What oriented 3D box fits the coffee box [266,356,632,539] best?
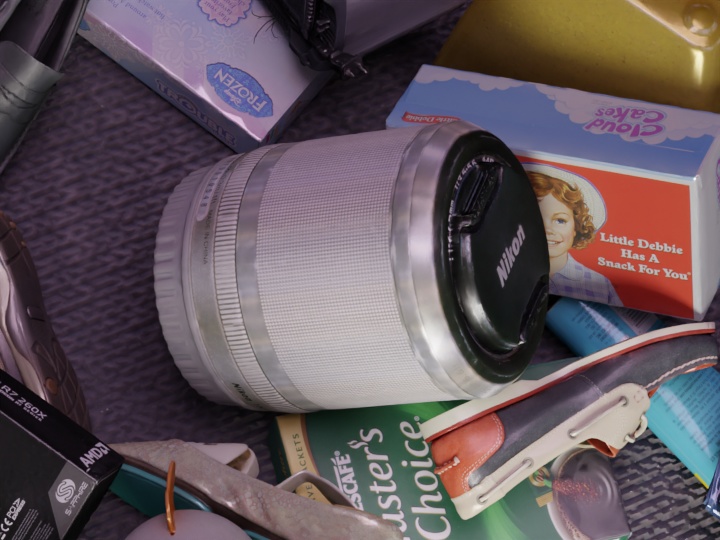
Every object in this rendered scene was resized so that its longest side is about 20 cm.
[{"bbox_3d":[0.053,0.131,1.741,0.199,0.044,0.123,-9,69,-12],"label":"coffee box"}]

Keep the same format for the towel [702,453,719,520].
[{"bbox_3d":[0.281,0.086,1.776,0.111,0.049,0.201,29,55,-16],"label":"towel"}]

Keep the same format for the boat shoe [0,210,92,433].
[{"bbox_3d":[-0.216,0.061,1.725,0.073,0.074,0.201,-22,76,11],"label":"boat shoe"}]

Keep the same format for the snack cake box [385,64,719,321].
[{"bbox_3d":[0.121,-0.048,1.746,0.199,0.115,0.067,11,42,20],"label":"snack cake box"}]

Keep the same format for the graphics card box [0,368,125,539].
[{"bbox_3d":[-0.250,0.105,1.667,0.200,0.051,0.126,35,110,8],"label":"graphics card box"}]

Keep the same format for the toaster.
[{"bbox_3d":[-0.006,-0.215,1.784,0.129,0.114,0.200,-25,58,-20],"label":"toaster"}]

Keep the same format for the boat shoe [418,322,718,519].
[{"bbox_3d":[0.132,0.085,1.712,0.199,0.071,0.063,-21,81,-21],"label":"boat shoe"}]

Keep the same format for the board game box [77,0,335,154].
[{"bbox_3d":[-0.085,-0.201,1.861,0.200,0.043,0.199,37,67,7],"label":"board game box"}]

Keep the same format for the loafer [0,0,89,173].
[{"bbox_3d":[-0.218,-0.125,1.769,0.068,0.070,0.201,27,83,-42],"label":"loafer"}]

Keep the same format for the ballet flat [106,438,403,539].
[{"bbox_3d":[-0.062,0.138,1.690,0.199,0.068,0.062,25,61,25],"label":"ballet flat"}]

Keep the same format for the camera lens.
[{"bbox_3d":[0.000,0.000,1.685,0.199,0.160,0.161,-6,63,29],"label":"camera lens"}]

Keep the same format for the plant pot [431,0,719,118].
[{"bbox_3d":[0.175,-0.163,1.800,0.195,0.200,0.194,34,67,7],"label":"plant pot"}]

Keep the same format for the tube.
[{"bbox_3d":[0.201,0.080,1.787,0.200,0.050,0.077,44,64,6],"label":"tube"}]

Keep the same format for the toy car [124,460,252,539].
[{"bbox_3d":[-0.091,0.203,1.604,0.184,0.177,0.201,-15,79,-3],"label":"toy car"}]
